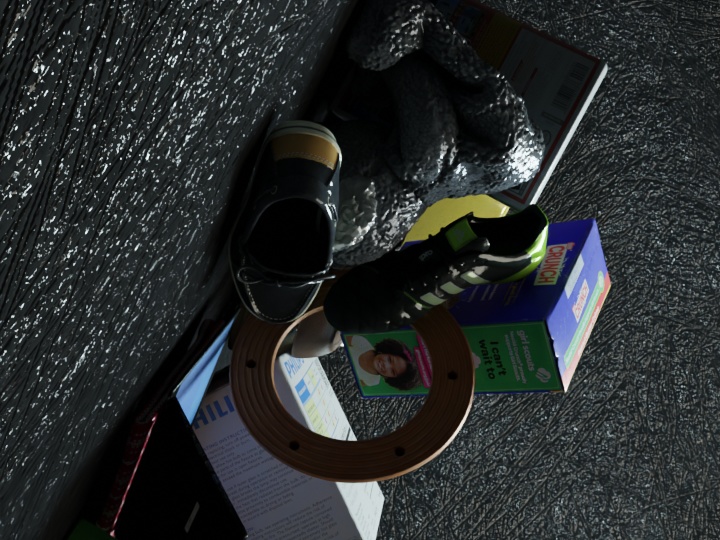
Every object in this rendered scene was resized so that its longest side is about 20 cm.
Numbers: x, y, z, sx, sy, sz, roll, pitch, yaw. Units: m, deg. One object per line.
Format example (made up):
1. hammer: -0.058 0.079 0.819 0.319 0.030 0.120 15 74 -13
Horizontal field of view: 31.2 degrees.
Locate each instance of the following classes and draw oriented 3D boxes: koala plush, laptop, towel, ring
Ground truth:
1. koala plush: 0.023 -0.083 1.012 0.200 0.183 0.177 -48 177 -3
2. laptop: -0.119 0.167 1.000 0.102 0.201 0.178 -8 139 -36
3. towel: -0.173 0.144 1.055 0.145 0.022 0.201 -57 174 -51
4. ring: -0.007 0.083 1.039 0.019 0.198 0.202 91 24 -52

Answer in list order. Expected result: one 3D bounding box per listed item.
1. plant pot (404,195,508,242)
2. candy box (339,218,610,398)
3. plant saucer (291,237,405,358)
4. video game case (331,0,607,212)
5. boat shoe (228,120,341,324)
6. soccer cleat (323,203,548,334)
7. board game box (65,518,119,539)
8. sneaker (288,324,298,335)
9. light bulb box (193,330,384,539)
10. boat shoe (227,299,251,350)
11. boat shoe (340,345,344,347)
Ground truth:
1. plant pot: 0.072 -0.108 1.457 0.195 0.198 0.196 -61 178 39
2. candy box: 0.106 0.035 1.152 0.198 0.078 0.169 -7 -153 31
3. plant saucer: 0.000 0.000 1.191 0.202 0.032 0.200 -58 172 -13
4. video game case: 0.091 -0.155 1.103 0.144 0.198 0.017 -60 163 -2
5. boat shoe: -0.053 -0.017 0.892 0.201 0.073 0.063 108 -14 -53
6. soccer cleat: 0.061 -0.007 1.045 0.197 0.068 0.081 -19 151 -15
7. board game box: -0.250 0.300 0.935 0.201 0.040 0.154 -61 179 -44
8. sneaker: -0.059 -0.004 1.364 0.200 0.076 0.091 -49 -154 0
9. light bulb box: -0.075 0.183 1.249 0.123 0.202 0.198 -26 -177 6
10. boat shoe: -0.065 -0.003 1.265 0.202 0.062 0.073 -61 179 -11
11. boat shoe: -0.057 0.029 1.436 0.201 0.069 0.072 33 -73 64
